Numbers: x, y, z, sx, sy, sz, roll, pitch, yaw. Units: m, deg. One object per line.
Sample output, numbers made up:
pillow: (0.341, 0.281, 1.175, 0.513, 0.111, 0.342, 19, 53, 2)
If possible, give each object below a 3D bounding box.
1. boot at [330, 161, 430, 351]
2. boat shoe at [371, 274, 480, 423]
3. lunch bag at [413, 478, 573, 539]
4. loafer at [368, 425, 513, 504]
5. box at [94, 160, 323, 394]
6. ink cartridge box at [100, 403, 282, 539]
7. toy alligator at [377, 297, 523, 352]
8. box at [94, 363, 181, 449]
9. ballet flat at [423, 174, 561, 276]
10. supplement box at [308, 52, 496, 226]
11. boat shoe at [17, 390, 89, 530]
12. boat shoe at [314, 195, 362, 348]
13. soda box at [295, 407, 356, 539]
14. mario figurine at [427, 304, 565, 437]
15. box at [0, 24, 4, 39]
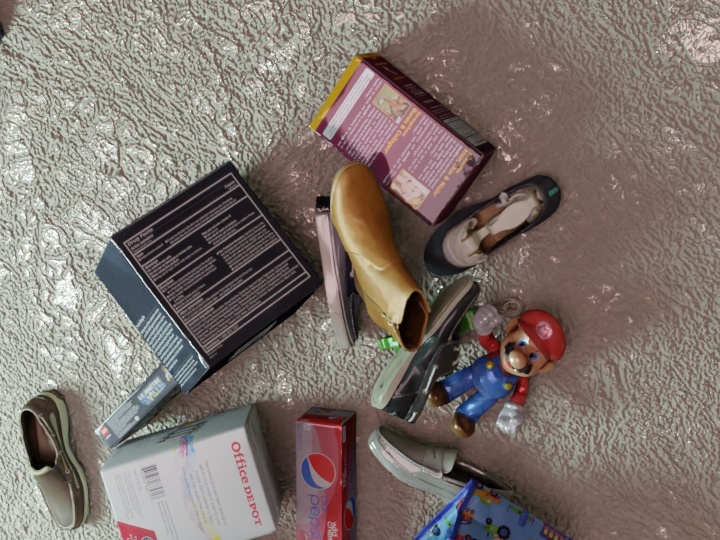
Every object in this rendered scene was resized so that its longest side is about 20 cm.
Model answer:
boot: (0.030, -0.016, 1.519, 0.070, 0.144, 0.203, -22, 125, -17)
boat shoe: (0.091, 0.095, 1.581, 0.067, 0.072, 0.201, 30, 103, -11)
lunch bag: (0.150, 0.367, 1.637, 0.149, 0.095, 0.200, 31, 146, -3)
loafer: (0.103, 0.251, 1.660, 0.198, 0.070, 0.070, 30, 115, 0)
box: (-0.190, 0.008, 1.624, 0.199, 0.199, 0.123, 53, 150, 3)
ink cartridge box: (-0.215, 0.281, 1.703, 0.197, 0.145, 0.147, -16, 97, 3)
toy alligator: (0.107, 0.072, 1.629, 0.198, 0.054, 0.060, -16, 96, 20)
box: (-0.260, 0.151, 1.735, 0.035, 0.110, 0.200, 47, 111, 4)
ballet flat: (0.154, -0.051, 1.582, 0.199, 0.073, 0.074, -32, 90, 21)
supplement box: (0.052, -0.162, 1.583, 0.199, 0.086, 0.111, 39, 110, 7)
boat shoe: (-0.444, 0.278, 1.839, 0.074, 0.075, 0.205, -12, 97, 20)
boat shoe: (0.000, 0.000, 1.644, 0.091, 0.075, 0.203, -8, 110, 2)
soda box: (-0.046, 0.288, 1.718, 0.069, 0.063, 0.203, 3, 101, 17)
mario figurine: (0.166, 0.123, 1.589, 0.123, 0.107, 0.200, 28, 123, -30)
box: (-0.581, -0.385, 1.713, 0.106, 0.148, 0.203, -15, 95, 20)
